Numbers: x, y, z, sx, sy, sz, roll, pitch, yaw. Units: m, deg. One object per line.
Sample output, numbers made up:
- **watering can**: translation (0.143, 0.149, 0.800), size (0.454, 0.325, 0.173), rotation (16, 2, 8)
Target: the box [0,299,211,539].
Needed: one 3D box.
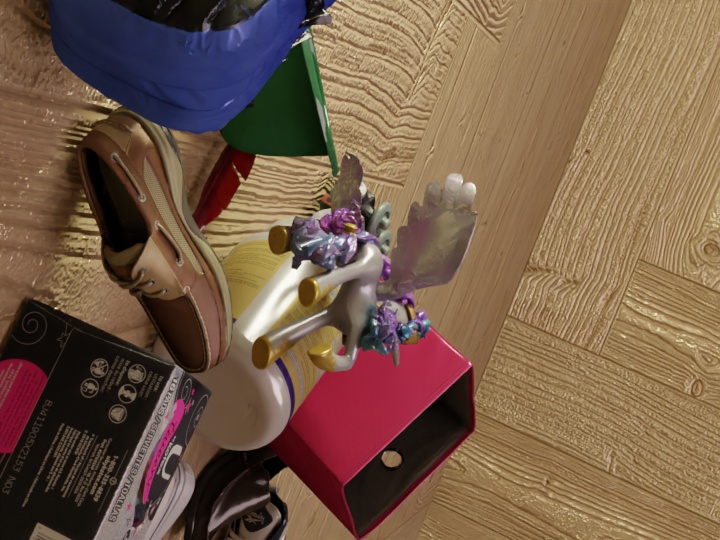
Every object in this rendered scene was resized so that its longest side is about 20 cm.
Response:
- **box**: translation (-0.215, 0.147, 1.001), size (0.115, 0.131, 0.202), rotation (61, 52, -74)

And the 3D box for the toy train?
- **toy train**: translation (-0.021, -0.018, 1.590), size (0.114, 0.085, 0.201), rotation (-48, 158, -27)

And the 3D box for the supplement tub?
- **supplement tub**: translation (-0.092, 0.055, 1.293), size (0.200, 0.144, 0.147), rotation (-52, 160, -45)

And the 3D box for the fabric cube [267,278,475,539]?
- **fabric cube**: translation (-0.007, 0.142, 1.516), size (0.196, 0.199, 0.201), rotation (-42, 156, -16)

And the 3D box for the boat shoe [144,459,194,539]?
- **boat shoe**: translation (-0.233, 0.255, 1.265), size (0.066, 0.073, 0.202), rotation (27, 92, -44)

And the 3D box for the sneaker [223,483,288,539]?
- **sneaker**: translation (-0.144, 0.343, 1.688), size (0.199, 0.079, 0.131), rotation (-44, 149, -52)

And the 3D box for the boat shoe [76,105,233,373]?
- **boat shoe**: translation (-0.157, -0.016, 0.990), size (0.074, 0.075, 0.203), rotation (-37, 113, -49)

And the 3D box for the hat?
- **hat**: translation (-0.117, -0.137, 1.168), size (0.166, 0.173, 0.203), rotation (74, 4, -65)

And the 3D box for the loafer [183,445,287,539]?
- **loafer**: translation (-0.137, 0.248, 1.573), size (0.200, 0.071, 0.074), rotation (-52, 160, -47)

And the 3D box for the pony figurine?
- **pony figurine**: translation (0.000, 0.000, 1.217), size (0.199, 0.165, 0.196), rotation (-4, 107, -50)

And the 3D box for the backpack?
- **backpack**: translation (-0.100, -0.180, 0.870), size (0.201, 0.161, 0.169), rotation (-57, 166, -38)
